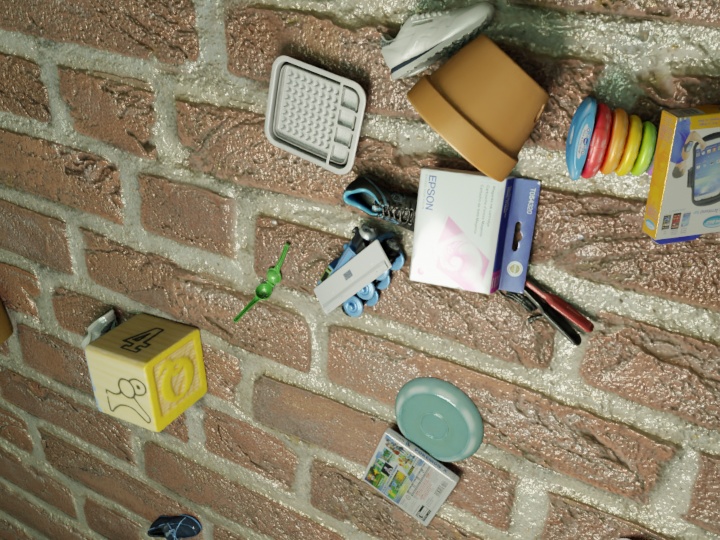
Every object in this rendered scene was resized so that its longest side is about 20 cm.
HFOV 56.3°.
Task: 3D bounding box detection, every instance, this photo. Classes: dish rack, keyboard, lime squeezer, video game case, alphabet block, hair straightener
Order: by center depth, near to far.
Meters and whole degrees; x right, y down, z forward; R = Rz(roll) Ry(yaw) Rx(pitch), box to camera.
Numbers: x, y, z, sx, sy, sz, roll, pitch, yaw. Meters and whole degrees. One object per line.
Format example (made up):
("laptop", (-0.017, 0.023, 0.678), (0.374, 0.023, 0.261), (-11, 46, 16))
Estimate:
("hair straightener", (0.301, 0.064, 1.167), (0.199, 0.041, 0.077), (37, 126, 11))
("dish rack", (-0.078, -0.286, 1.224), (0.198, 0.043, 0.174), (25, 124, 18))
("keyboard", (-0.019, 0.015, 1.256), (0.199, 0.011, 0.057), (-37, 71, 39))
("lime squeezer", (-0.203, 0.024, 1.437), (0.038, 0.070, 0.201), (40, 98, 27))
("video game case", (0.104, 0.453, 1.468), (0.181, 0.022, 0.201), (33, 134, 14))
("alphabet block", (-0.518, 0.244, 1.645), (0.197, 0.196, 0.198), (12, 120, 25))

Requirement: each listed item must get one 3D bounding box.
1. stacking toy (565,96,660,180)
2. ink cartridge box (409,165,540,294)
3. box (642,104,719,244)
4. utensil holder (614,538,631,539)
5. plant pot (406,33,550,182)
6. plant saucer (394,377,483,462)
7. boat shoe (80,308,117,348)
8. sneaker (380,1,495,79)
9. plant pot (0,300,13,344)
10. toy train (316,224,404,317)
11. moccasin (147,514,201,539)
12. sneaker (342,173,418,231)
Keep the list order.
("stacking toy", (0.403, -0.176, 0.969), (0.197, 0.110, 0.118), (12, 110, 9))
("ink cartridge box", (0.188, -0.065, 1.130), (0.197, 0.043, 0.199), (9, 107, 15))
("box", (0.466, -0.125, 0.937), (0.117, 0.042, 0.203), (-7, 117, -7))
("utensil holder", (0.519, 0.630, 1.232), (0.200, 0.170, 0.170), (43, 127, 4))
("plant pot", (0.186, -0.251, 1.003), (0.200, 0.200, 0.140), (44, 111, 5))
("plant saucer", (0.155, 0.315, 1.385), (0.198, 0.027, 0.203), (14, 119, 26))
("boat shoe", (-0.686, 0.168, 1.788), (0.065, 0.075, 0.202), (43, 131, -2))
("sneaker", (0.115, -0.374, 1.052), (0.198, 0.076, 0.082), (-20, 93, 34))
("plant pot", (-1.130, 0.134, 1.982), (0.184, 0.187, 0.202), (-12, 119, 34))
("toy train", (0.000, 0.000, 1.291), (0.114, 0.086, 0.201), (43, 127, 13))
("moccasin", (-0.554, 0.779, 2.002), (0.198, 0.068, 0.081), (-19, 103, 35))
("sneaker", (0.060, -0.107, 1.203), (0.198, 0.082, 0.074), (22, 119, 18))
